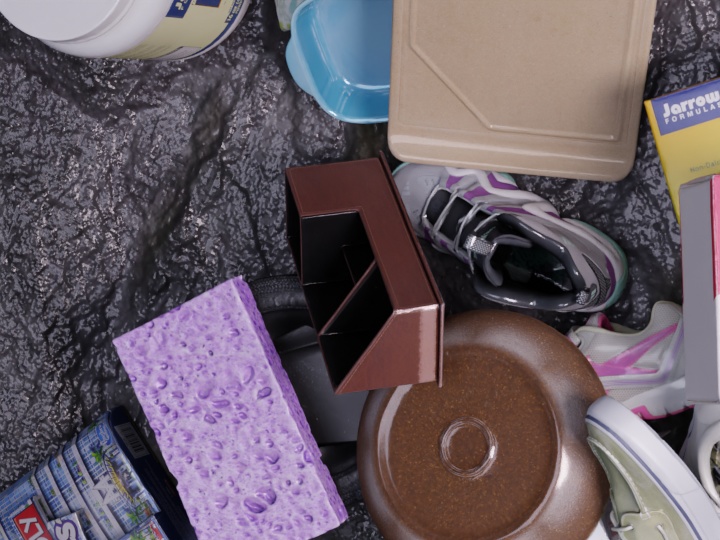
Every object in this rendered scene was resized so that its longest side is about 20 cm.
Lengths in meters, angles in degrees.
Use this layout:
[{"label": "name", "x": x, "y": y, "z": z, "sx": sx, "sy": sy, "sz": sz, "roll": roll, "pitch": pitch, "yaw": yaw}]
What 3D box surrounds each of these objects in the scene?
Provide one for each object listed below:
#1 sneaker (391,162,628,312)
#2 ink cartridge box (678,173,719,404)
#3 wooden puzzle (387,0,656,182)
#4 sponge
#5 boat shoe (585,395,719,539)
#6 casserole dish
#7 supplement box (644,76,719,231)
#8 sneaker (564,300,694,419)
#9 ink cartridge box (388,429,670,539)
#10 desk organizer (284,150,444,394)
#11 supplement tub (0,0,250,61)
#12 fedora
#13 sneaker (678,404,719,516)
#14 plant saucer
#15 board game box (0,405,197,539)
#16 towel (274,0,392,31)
[{"label": "sneaker", "x": 0.090, "y": -0.028, "z": 1.455, "sx": 0.200, "sy": 0.140, "sz": 0.078, "roll": 23, "pitch": 104, "yaw": 20}, {"label": "ink cartridge box", "x": 0.312, "y": 0.012, "z": 1.282, "sx": 0.199, "sy": 0.084, "sz": 0.145, "roll": -1, "pitch": 87, "yaw": -7}, {"label": "wooden puzzle", "x": 0.114, "y": -0.163, "z": 1.440, "sx": 0.184, "sy": 0.037, "sz": 0.200, "roll": 6, "pitch": 125, "yaw": 5}, {"label": "sponge", "x": -0.098, "y": 0.117, "z": 1.498, "sx": 0.111, "sy": 0.030, "sz": 0.200, "roll": -25, "pitch": 87, "yaw": 18}, {"label": "boat shoe", "x": 0.204, "y": 0.170, "z": 1.364, "sx": 0.062, "sy": 0.072, "sz": 0.200, "roll": -40, "pitch": 115, "yaw": -7}, {"label": "casserole dish", "x": 0.043, "y": -0.174, "z": 1.493, "sx": 0.199, "sy": 0.039, "sz": 0.121, "roll": -6, "pitch": 128, "yaw": 20}, {"label": "supplement box", "x": 0.285, "y": -0.039, "z": 1.396, "sx": 0.109, "sy": 0.109, "sz": 0.201, "roll": -17, "pitch": 88, "yaw": 21}, {"label": "sneaker", "x": 0.169, "y": 0.080, "z": 1.474, "sx": 0.200, "sy": 0.081, "sz": 0.088, "roll": -22, "pitch": 85, "yaw": 13}, {"label": "ink cartridge box", "x": 0.136, "y": 0.185, "z": 1.470, "sx": 0.200, "sy": 0.115, "sz": 0.068, "roll": -22, "pitch": 86, "yaw": 21}, {"label": "desk organizer", "x": 0.000, "y": 0.000, "z": 1.443, "sx": 0.077, "sy": 0.200, "sz": 0.072, "roll": -7, "pitch": 126, "yaw": -9}, {"label": "supplement tub", "x": -0.180, "y": -0.231, "z": 1.513, "sx": 0.145, "sy": 0.200, "sz": 0.146, "roll": 2, "pitch": 96, "yaw": 21}, {"label": "fedora", "x": -0.038, "y": 0.090, "z": 1.543, "sx": 0.200, "sy": 0.092, "sz": 0.201, "roll": 1, "pitch": 95, "yaw": 18}, {"label": "sneaker", "x": 0.253, "y": 0.141, "z": 1.389, "sx": 0.073, "sy": 0.200, "sz": 0.071, "roll": -2, "pitch": 50, "yaw": 11}, {"label": "plant saucer", "x": 0.080, "y": 0.125, "z": 1.416, "sx": 0.200, "sy": 0.037, "sz": 0.201, "roll": -4, "pitch": 81, "yaw": 26}, {"label": "board game box", "x": -0.226, "y": 0.250, "z": 1.646, "sx": 0.200, "sy": 0.062, "sz": 0.200, "roll": -37, "pitch": 81, "yaw": 19}, {"label": "towel", "x": 0.017, "y": -0.280, "z": 1.514, "sx": 0.199, "sy": 0.048, "sz": 0.172, "roll": -7, "pitch": 91, "yaw": 22}]
